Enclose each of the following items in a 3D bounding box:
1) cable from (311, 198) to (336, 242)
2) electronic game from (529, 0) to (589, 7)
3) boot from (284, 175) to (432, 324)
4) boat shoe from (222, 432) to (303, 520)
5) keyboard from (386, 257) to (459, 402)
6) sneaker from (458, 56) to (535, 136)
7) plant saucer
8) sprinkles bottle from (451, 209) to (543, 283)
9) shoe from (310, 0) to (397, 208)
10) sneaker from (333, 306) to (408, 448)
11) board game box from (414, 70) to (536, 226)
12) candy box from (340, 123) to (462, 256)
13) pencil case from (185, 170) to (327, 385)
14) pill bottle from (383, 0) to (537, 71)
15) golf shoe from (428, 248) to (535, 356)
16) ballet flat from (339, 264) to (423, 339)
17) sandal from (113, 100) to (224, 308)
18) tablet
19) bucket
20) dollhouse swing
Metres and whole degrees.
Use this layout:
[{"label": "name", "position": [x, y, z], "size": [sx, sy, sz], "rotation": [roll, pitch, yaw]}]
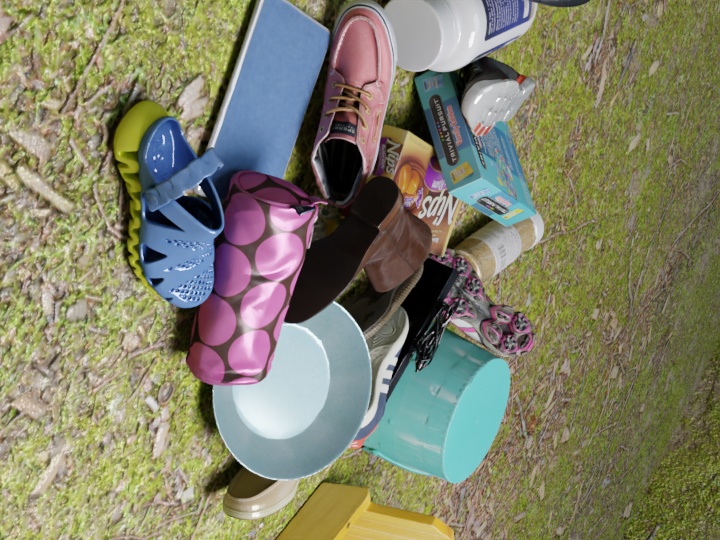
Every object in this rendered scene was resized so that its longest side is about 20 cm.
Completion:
[{"label": "cable", "position": [-0.062, 0.019, 1.193], "size": [0.097, 0.050, 0.202], "rotation": [-36, 137, -38]}, {"label": "electronic game", "position": [0.176, -0.358, 1.227], "size": [0.200, 0.200, 0.042], "rotation": [-35, 160, -46]}, {"label": "boot", "position": [0.000, 0.000, 1.194], "size": [0.187, 0.064, 0.200], "rotation": [-47, 163, -2]}, {"label": "boat shoe", "position": [-0.091, 0.206, 1.242], "size": [0.200, 0.071, 0.066], "rotation": [-38, 133, -53]}, {"label": "keyboard", "position": [0.067, 0.087, 1.380], "size": [0.039, 0.104, 0.201], "rotation": [30, 89, -31]}, {"label": "sneaker", "position": [0.140, -0.213, 1.292], "size": [0.077, 0.082, 0.200], "rotation": [-52, 170, 19]}, {"label": "plant saucer", "position": [-0.078, 0.122, 1.191], "size": [0.199, 0.039, 0.204], "rotation": [-3, 95, -36]}, {"label": "sprinkles bottle", "position": [0.189, -0.033, 1.576], "size": [0.200, 0.068, 0.069], "rotation": [-33, 134, -48]}, {"label": "shoe", "position": [-0.007, -0.167, 1.125], "size": [0.091, 0.071, 0.202], "rotation": [-73, 171, -59]}, {"label": "sneaker", "position": [0.007, 0.126, 1.337], "size": [0.085, 0.074, 0.201], "rotation": [90, 19, -45]}, {"label": "board game box", "position": [0.144, -0.150, 1.364], "size": [0.200, 0.047, 0.153], "rotation": [19, 52, -61]}, {"label": "candy box", "position": [0.059, -0.093, 1.327], "size": [0.200, 0.056, 0.118], "rotation": [20, 89, -60]}, {"label": "pencil case", "position": [-0.102, 0.012, 1.059], "size": [0.093, 0.091, 0.202], "rotation": [6, 114, -34]}, {"label": "pill bottle", "position": [0.107, -0.286, 1.232], "size": [0.200, 0.110, 0.112], "rotation": [-34, 135, -48]}, {"label": "golf shoe", "position": [0.137, 0.046, 1.470], "size": [0.200, 0.092, 0.073], "rotation": [43, 72, -11]}, {"label": "ballet flat", "position": [0.020, 0.041, 1.339], "size": [0.200, 0.067, 0.047], "rotation": [-49, 142, -44]}, {"label": "sandal", "position": [-0.155, -0.044, 0.958], "size": [0.080, 0.086, 0.201], "rotation": [-48, 146, -37]}, {"label": "tablet", "position": [-0.093, -0.157, 1.068], "size": [0.130, 0.014, 0.202], "rotation": [18, 91, -61]}, {"label": "bucket", "position": [0.102, 0.178, 1.487], "size": [0.207, 0.134, 0.209], "rotation": [-37, 138, -42]}, {"label": "dollhouse swing", "position": [0.006, 0.402, 1.420], "size": [0.182, 0.174, 0.201], "rotation": [-47, 145, -36]}]
